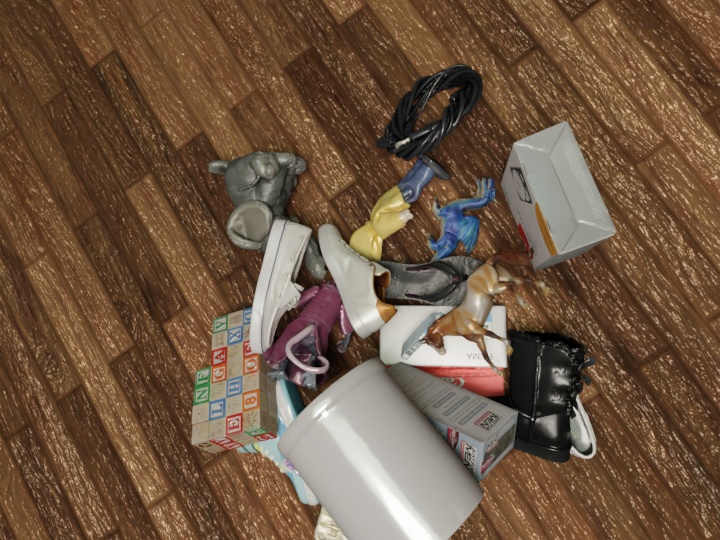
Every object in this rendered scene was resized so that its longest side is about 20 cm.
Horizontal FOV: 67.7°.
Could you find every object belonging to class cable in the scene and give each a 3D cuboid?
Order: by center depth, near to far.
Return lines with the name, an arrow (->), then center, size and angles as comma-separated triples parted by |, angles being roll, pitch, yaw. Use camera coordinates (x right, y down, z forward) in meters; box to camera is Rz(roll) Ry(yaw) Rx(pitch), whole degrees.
cable -> 0.115, -0.257, 0.842 | 0.200, 0.163, 0.051 | -49, 118, -10

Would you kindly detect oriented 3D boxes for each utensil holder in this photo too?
utensil holder -> 0.025, 0.236, 0.645 | 0.170, 0.170, 0.200 | -44, 71, 3

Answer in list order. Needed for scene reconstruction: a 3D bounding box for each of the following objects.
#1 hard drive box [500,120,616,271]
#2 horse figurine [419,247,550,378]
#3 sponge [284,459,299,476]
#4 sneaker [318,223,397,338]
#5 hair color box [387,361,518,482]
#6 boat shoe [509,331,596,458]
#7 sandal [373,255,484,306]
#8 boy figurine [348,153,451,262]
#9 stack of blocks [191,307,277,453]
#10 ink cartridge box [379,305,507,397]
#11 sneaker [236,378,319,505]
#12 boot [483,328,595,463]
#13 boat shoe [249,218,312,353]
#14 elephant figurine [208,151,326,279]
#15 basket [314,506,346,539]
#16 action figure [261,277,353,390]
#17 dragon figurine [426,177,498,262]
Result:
hard drive box -> 0.270, -0.093, 0.763 | 0.076, 0.200, 0.158 | -20, 80, 8
horse figurine -> 0.180, 0.050, 0.758 | 0.132, 0.049, 0.202 | 35, 107, 42
sponge -> 0.004, 0.277, 0.735 | 0.198, 0.030, 0.112 | 32, 74, 18
sneaker -> 0.000, 0.000, 0.829 | 0.084, 0.073, 0.202 | -30, 63, 11
hair color box -> 0.103, 0.200, 0.744 | 0.198, 0.098, 0.062 | 16, 113, 39
boat shoe -> 0.290, 0.181, 0.799 | 0.073, 0.065, 0.201 | -34, 80, 5
sandal -> 0.098, 0.019, 0.823 | 0.197, 0.048, 0.077 | -3, 93, 18
boy figurine -> 0.057, -0.093, 0.850 | 0.064, 0.125, 0.201 | 33, 104, -18
stack of blocks -> -0.197, 0.169, 0.849 | 0.113, 0.059, 0.203 | -16, 56, 13
ink cartridge box -> 0.129, 0.145, 0.843 | 0.196, 0.045, 0.179 | -1, 83, 10
sneaker -> -0.141, 0.287, 0.861 | 0.129, 0.080, 0.203 | -23, 71, 5
boot -> 0.221, 0.165, 0.765 | 0.196, 0.073, 0.165 | 9, 99, 33
boat shoe -> -0.116, 0.027, 0.801 | 0.065, 0.072, 0.203 | 12, 80, 1
elephant figurine -> -0.150, -0.084, 0.876 | 0.154, 0.140, 0.204 | 0, 93, 53
basket -> 0.043, 0.353, 0.796 | 0.197, 0.123, 0.138 | 17, 87, 11
action figure -> -0.075, 0.076, 0.833 | 0.132, 0.149, 0.202 | 24, 62, 5
dragon figurine -> 0.157, -0.058, 0.851 | 0.098, 0.059, 0.203 | 11, 85, 11
